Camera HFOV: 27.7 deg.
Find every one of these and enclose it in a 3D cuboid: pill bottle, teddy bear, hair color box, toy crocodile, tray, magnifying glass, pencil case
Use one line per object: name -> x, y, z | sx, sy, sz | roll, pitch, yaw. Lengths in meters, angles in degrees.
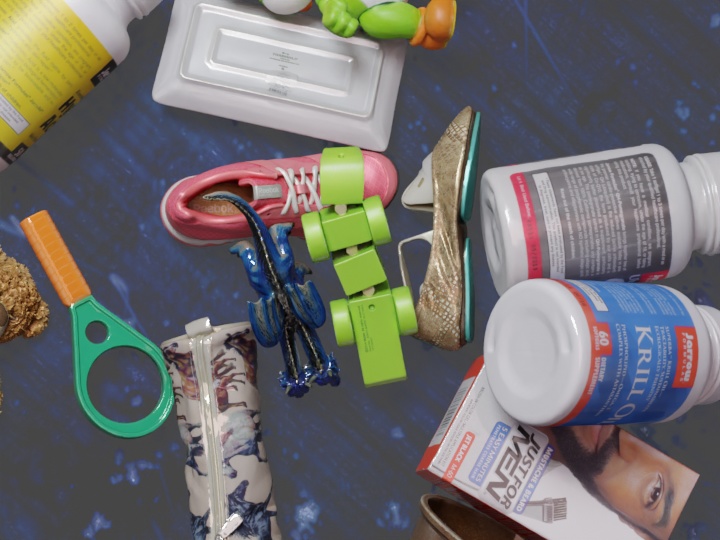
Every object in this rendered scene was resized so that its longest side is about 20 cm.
pill bottle -> -0.254, -0.182, 1.159 | 0.200, 0.111, 0.111 | -44, 90, -4
teddy bear -> -0.347, 0.063, 1.162 | 0.199, 0.067, 0.146 | -16, 90, -4
pill bottle -> 0.203, -0.042, 1.183 | 0.198, 0.111, 0.112 | -9, 88, -4
hair color box -> 0.159, 0.165, 1.187 | 0.199, 0.064, 0.111 | 30, 78, -3
toy crocodile -> 0.000, 0.000, 1.158 | 0.067, 0.062, 0.201 | -15, 111, 2
tray -> -0.065, -0.169, 1.203 | 0.198, 0.022, 0.108 | 12, 73, -3
pill bottle -> 0.203, 0.065, 1.144 | 0.199, 0.112, 0.113 | 2, 86, -36
magnifying glass -> -0.219, 0.044, 1.188 | 0.079, 0.022, 0.201 | -28, 90, -21
pencil case -> -0.111, 0.139, 1.164 | 0.077, 0.089, 0.202 | -8, 87, -4

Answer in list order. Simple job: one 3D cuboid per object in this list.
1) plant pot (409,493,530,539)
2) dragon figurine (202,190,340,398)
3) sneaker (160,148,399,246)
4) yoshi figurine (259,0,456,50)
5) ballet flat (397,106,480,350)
plant pot -> 0.086, 0.311, 1.125 | 0.199, 0.200, 0.199 | 29, 93, -2
dragon figurine -> -0.062, 0.020, 1.147 | 0.058, 0.201, 0.100 | -20, 50, -1
sneaker -> -0.063, -0.056, 1.178 | 0.198, 0.087, 0.074 | -10, 88, -5
yoshi figurine -> -0.018, -0.243, 1.161 | 0.198, 0.113, 0.113 | 9, 112, -3
ballet flat -> 0.063, -0.036, 1.198 | 0.065, 0.071, 0.202 | 2, 83, 10
